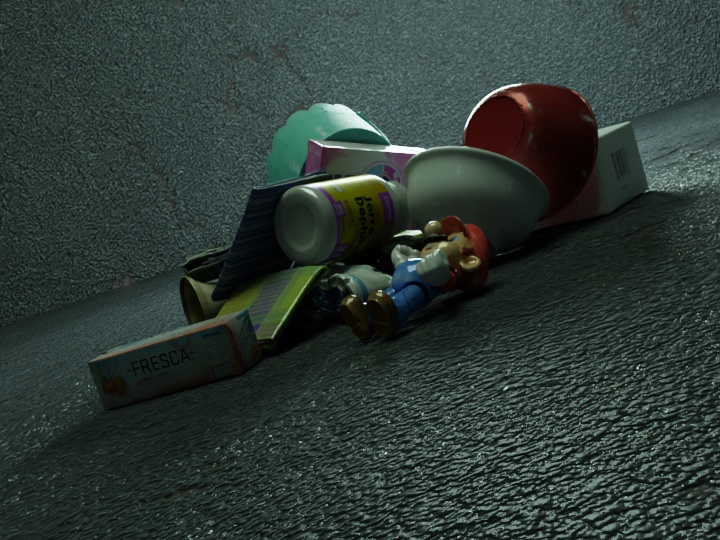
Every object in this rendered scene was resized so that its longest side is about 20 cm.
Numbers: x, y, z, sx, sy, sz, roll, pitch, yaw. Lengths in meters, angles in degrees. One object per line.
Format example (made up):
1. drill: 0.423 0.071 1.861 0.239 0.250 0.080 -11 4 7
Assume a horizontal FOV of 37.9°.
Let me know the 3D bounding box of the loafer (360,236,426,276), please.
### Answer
1. loafer: 0.071 -0.006 1.374 0.070 0.069 0.200 2 -10 -34

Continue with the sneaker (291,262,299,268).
1. sneaker: -0.038 -0.005 1.677 0.079 0.075 0.200 -4 17 21

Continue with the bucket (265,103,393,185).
1. bucket: -0.037 -0.146 1.626 0.205 0.209 0.135 -20 26 -16

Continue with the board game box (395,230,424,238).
1. board game box: 0.089 -0.038 1.619 0.199 0.048 0.101 -24 8 -35

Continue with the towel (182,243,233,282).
1. towel: -0.173 -0.028 1.589 0.190 0.035 0.200 -18 -4 -6

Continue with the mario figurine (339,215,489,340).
1. mario figurine: 0.062 -0.007 1.164 0.123 0.107 0.199 29 45 32

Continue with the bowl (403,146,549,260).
1. bowl: 0.143 -0.072 1.384 0.199 0.091 0.202 14 -22 6

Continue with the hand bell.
1. hand bell: -0.155 0.029 1.542 0.198 0.105 0.104 -19 6 -24

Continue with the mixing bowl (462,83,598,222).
1. mixing bowl: 0.212 -0.175 1.438 0.199 0.203 0.108 -13 -22 42

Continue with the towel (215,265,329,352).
1. towel: -0.133 0.056 1.339 0.199 0.023 0.144 -15 34 48

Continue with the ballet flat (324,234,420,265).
1. ballet flat: 0.000 0.000 1.500 0.198 0.073 0.072 -17 6 27

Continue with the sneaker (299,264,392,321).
1. sneaker: -0.016 0.024 1.362 0.086 0.076 0.199 -14 13 -24

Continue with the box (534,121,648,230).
1. box: 0.295 -0.132 1.547 0.198 0.108 0.152 -12 10 41

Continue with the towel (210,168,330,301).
1. towel: -0.126 -0.048 1.429 0.144 0.024 0.201 -20 -35 -46

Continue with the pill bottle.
1. pill bottle: -0.016 -0.073 1.412 0.103 0.106 0.199 -13 2 41

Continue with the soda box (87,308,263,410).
1. soda box: -0.219 0.106 1.246 0.198 0.064 0.068 -16 7 21

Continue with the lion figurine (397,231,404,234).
1. lion figurine: 0.023 -0.084 1.756 0.198 0.124 0.072 -4 -7 26

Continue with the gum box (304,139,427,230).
1. gum box: 0.019 -0.124 1.539 0.198 0.115 0.066 1 15 -23
